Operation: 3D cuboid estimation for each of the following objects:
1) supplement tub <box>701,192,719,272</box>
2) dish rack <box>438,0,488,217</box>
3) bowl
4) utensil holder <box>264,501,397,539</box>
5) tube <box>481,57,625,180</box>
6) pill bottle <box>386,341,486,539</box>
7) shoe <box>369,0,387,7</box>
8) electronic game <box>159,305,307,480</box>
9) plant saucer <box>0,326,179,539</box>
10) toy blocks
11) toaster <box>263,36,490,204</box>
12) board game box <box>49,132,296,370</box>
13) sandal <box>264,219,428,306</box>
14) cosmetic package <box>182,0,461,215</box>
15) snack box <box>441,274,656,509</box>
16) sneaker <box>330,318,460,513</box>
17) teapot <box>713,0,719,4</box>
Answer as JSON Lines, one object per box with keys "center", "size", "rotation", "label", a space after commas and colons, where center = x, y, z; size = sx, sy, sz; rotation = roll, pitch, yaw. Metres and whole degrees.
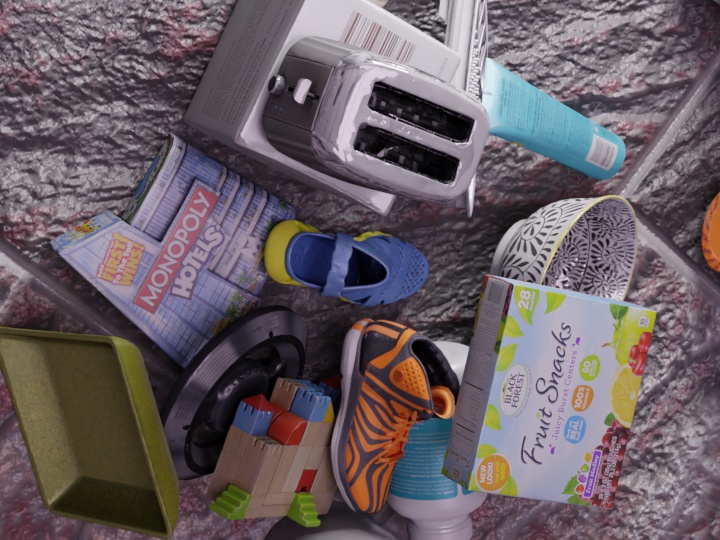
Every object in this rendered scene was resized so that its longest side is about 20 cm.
{"center": [0.485, -0.029, 1.784], "size": [0.198, 0.122, 0.124], "rotation": [9, 97, -21], "label": "supplement tub"}
{"center": [0.095, -0.171, 1.573], "size": [0.043, 0.172, 0.201], "rotation": [3, 61, 7], "label": "dish rack"}
{"center": [0.196, 0.003, 1.681], "size": [0.200, 0.094, 0.202], "rotation": [-34, 136, -40], "label": "bowl"}
{"center": [-0.010, 0.339, 1.631], "size": [0.169, 0.200, 0.172], "rotation": [-4, 102, -20], "label": "utensil holder"}
{"center": [0.193, -0.147, 1.660], "size": [0.199, 0.050, 0.078], "rotation": [22, 62, -40], "label": "tube"}
{"center": [0.075, 0.183, 1.680], "size": [0.110, 0.111, 0.202], "rotation": [-9, 103, -18], "label": "pill bottle"}
{"center": [0.028, -0.341, 1.510], "size": [0.069, 0.053, 0.202], "rotation": [17, 80, -28], "label": "shoe"}
{"center": [-0.124, 0.120, 1.577], "size": [0.200, 0.042, 0.201], "rotation": [-40, 152, -26], "label": "electronic game"}
{"center": [-0.249, 0.142, 1.525], "size": [0.048, 0.199, 0.202], "rotation": [-28, 111, -42], "label": "plant saucer"}
{"center": [-0.068, 0.169, 1.596], "size": [0.199, 0.099, 0.138], "rotation": [10, 103, -58], "label": "toy blocks"}
{"center": [0.022, -0.122, 1.373], "size": [0.199, 0.129, 0.114], "rotation": [20, 94, -24], "label": "toaster"}
{"center": [-0.187, -0.020, 1.569], "size": [0.199, 0.062, 0.201], "rotation": [29, 90, -24], "label": "board game box"}
{"center": [0.000, 0.000, 1.611], "size": [0.199, 0.087, 0.080], "rotation": [3, 99, -45], "label": "sandal"}
{"center": [-0.040, -0.170, 1.518], "size": [0.166, 0.200, 0.167], "rotation": [25, 91, -22], "label": "cosmetic package"}
{"center": [0.182, 0.118, 1.562], "size": [0.167, 0.068, 0.202], "rotation": [11, 93, -24], "label": "snack box"}
{"center": [0.036, 0.152, 1.582], "size": [0.077, 0.111, 0.202], "rotation": [-23, 118, -53], "label": "sneaker"}
{"center": [0.441, -0.364, 1.689], "size": [0.196, 0.146, 0.201], "rotation": [-29, 108, -13], "label": "teapot"}
